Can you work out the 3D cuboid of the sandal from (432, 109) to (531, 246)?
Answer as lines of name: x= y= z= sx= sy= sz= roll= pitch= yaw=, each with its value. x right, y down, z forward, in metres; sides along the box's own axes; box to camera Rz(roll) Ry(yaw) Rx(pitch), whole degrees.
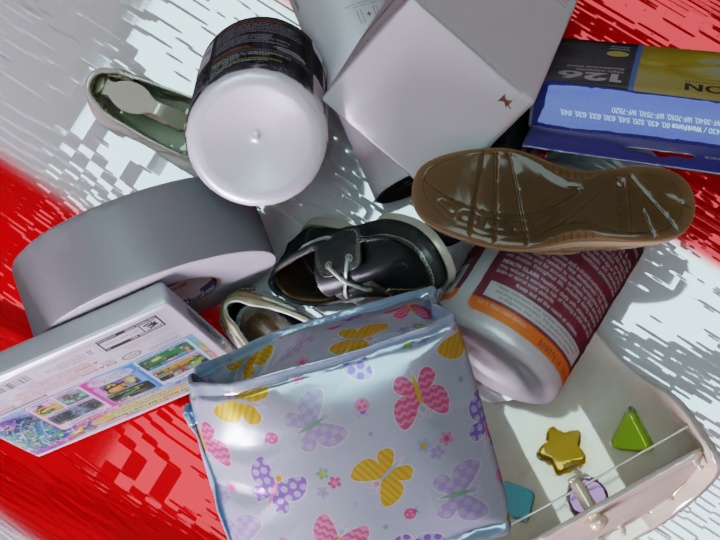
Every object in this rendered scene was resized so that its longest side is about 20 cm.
sandal: x=0.108 y=-0.088 z=1.179 sx=0.076 sy=0.201 sz=0.043 roll=-27 pitch=115 yaw=42

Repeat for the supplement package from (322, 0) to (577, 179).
supplement package: x=0.074 y=-0.174 z=1.146 sx=0.117 sy=0.201 sz=0.117 roll=40 pitch=128 yaw=-10

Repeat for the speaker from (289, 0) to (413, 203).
speaker: x=0.011 y=-0.159 z=1.241 sx=0.081 sy=0.081 sz=0.202 roll=-25 pitch=80 yaw=6

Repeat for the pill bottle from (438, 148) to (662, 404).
pill bottle: x=0.148 y=-0.009 z=1.164 sx=0.114 sy=0.114 sz=0.201 roll=31 pitch=72 yaw=12

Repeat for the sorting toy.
sorting toy: x=0.153 y=0.131 z=1.180 sx=0.199 sy=0.107 sz=0.181 roll=-29 pitch=67 yaw=4

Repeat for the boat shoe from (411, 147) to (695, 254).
boat shoe: x=0.134 y=-0.041 z=1.082 sx=0.198 sy=0.065 sz=0.072 roll=6 pitch=79 yaw=2

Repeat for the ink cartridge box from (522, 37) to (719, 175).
ink cartridge box: x=0.230 y=-0.127 z=1.143 sx=0.195 sy=0.200 sz=0.048 roll=8 pitch=111 yaw=10

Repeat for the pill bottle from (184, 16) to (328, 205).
pill bottle: x=-0.077 y=-0.133 z=1.174 sx=0.105 sy=0.200 sz=0.107 roll=-1 pitch=114 yaw=-1

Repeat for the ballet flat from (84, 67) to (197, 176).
ballet flat: x=-0.147 y=-0.120 z=1.272 sx=0.198 sy=0.069 sz=0.070 roll=23 pitch=88 yaw=11

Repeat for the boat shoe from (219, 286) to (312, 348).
boat shoe: x=-0.033 y=0.085 z=1.227 sx=0.199 sy=0.068 sz=0.075 roll=32 pitch=90 yaw=12

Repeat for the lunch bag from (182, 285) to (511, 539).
lunch bag: x=-0.013 y=0.121 z=1.077 sx=0.198 sy=0.127 sz=0.171 roll=-18 pitch=103 yaw=-4

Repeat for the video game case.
video game case: x=-0.210 y=0.083 z=1.201 sx=0.198 sy=0.182 sz=0.024 roll=-23 pitch=67 yaw=6

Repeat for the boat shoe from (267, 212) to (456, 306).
boat shoe: x=0.000 y=0.000 z=1.175 sx=0.067 sy=0.199 sz=0.072 roll=-39 pitch=112 yaw=-29

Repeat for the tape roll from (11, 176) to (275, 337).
tape roll: x=-0.169 y=-0.003 z=1.194 sx=0.199 sy=0.200 sz=0.067 roll=-23 pitch=80 yaw=6
